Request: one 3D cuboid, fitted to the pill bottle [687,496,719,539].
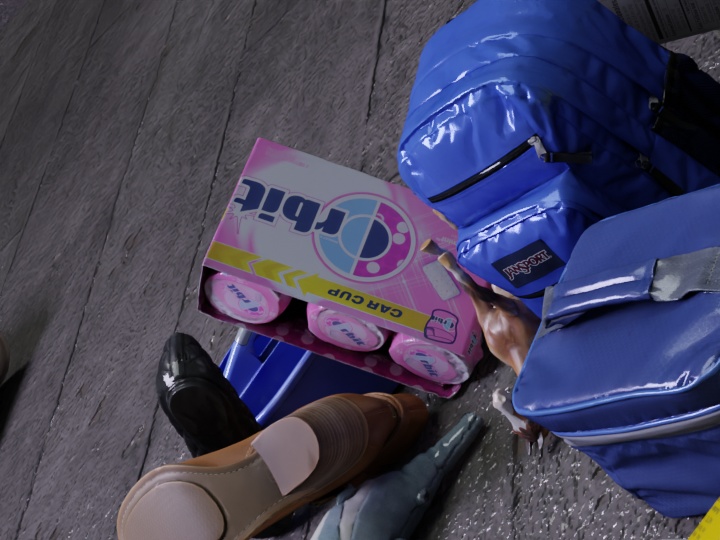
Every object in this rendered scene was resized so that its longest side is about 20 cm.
[{"bbox_3d":[0.171,0.171,0.844,0.201,0.112,0.113,-53,22,1],"label":"pill bottle"}]

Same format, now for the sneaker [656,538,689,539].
[{"bbox_3d":[0.122,0.196,0.998,0.200,0.077,0.083,-35,56,42],"label":"sneaker"}]

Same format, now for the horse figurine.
[{"bbox_3d":[0.094,0.012,1.252,0.050,0.133,0.200,-35,16,22],"label":"horse figurine"}]

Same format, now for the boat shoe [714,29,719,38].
[{"bbox_3d":[0.281,-0.232,1.275,0.202,0.063,0.073,-61,23,-15],"label":"boat shoe"}]

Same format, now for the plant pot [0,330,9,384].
[{"bbox_3d":[-0.490,0.159,2.139,0.200,0.200,0.185,-40,36,30],"label":"plant pot"}]

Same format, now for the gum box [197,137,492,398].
[{"bbox_3d":[0.000,0.000,1.348,0.066,0.198,0.114,102,-172,-57],"label":"gum box"}]

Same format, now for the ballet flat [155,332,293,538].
[{"bbox_3d":[-0.090,0.121,1.372,0.066,0.201,0.057,-14,44,7],"label":"ballet flat"}]

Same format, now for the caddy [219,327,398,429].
[{"bbox_3d":[-0.041,0.057,1.450,0.201,0.105,0.141,-55,21,-1],"label":"caddy"}]

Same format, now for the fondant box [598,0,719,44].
[{"bbox_3d":[0.240,-0.228,1.221,0.198,0.058,0.145,-12,50,19],"label":"fondant box"}]

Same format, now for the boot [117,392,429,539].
[{"bbox_3d":[-0.057,0.137,1.316,0.200,0.077,0.155,-39,-15,27],"label":"boot"}]

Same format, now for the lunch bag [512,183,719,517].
[{"bbox_3d":[0.172,0.036,1.013,0.199,0.132,0.137,-18,41,55],"label":"lunch bag"}]

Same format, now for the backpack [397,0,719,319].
[{"bbox_3d":[0.125,-0.066,1.168,0.162,0.199,0.169,-31,31,42],"label":"backpack"}]

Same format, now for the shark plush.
[{"bbox_3d":[0.021,0.181,1.253,0.200,0.091,0.083,-42,36,-26],"label":"shark plush"}]
